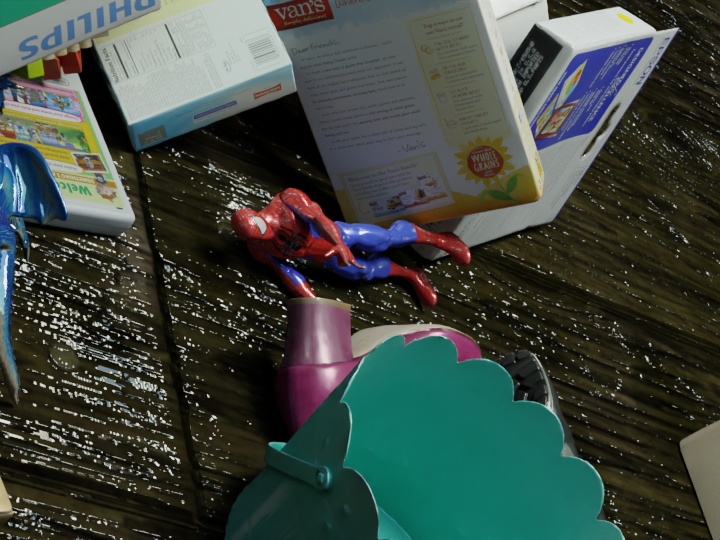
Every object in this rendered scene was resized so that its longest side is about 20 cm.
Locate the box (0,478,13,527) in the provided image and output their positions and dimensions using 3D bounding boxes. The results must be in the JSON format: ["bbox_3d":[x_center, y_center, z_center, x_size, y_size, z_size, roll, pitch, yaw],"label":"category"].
[{"bbox_3d":[-0.277,0.058,0.931,0.200,0.021,0.164,3,51,-49],"label":"box"}]

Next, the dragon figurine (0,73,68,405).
[{"bbox_3d":[-0.201,-0.034,1.058,0.099,0.059,0.200,-26,81,-44],"label":"dragon figurine"}]

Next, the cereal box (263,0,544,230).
[{"bbox_3d":[0.032,-0.125,1.318,0.040,0.144,0.200,-73,148,-55],"label":"cereal box"}]

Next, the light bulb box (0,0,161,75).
[{"bbox_3d":[-0.243,-0.208,1.056,0.198,0.125,0.200,-27,54,-24],"label":"light bulb box"}]

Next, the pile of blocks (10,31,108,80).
[{"bbox_3d":[-0.188,-0.144,1.178,0.200,0.082,0.062,-34,122,-56],"label":"pile of blocks"}]

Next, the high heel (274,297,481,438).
[{"bbox_3d":[0.014,0.080,1.248,0.200,0.067,0.096,14,73,-47],"label":"high heel"}]

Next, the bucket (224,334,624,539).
[{"bbox_3d":[0.032,0.152,1.086,0.207,0.135,0.207,31,35,-25],"label":"bucket"}]

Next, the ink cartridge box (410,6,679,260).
[{"bbox_3d":[0.137,-0.107,1.451,0.047,0.198,0.200,40,27,16],"label":"ink cartridge box"}]

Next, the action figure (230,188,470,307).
[{"bbox_3d":[0.000,0.000,1.287,0.200,0.065,0.099,14,32,-42],"label":"action figure"}]

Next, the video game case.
[{"bbox_3d":[-0.244,-0.108,1.163,0.200,0.022,0.182,9,47,-46],"label":"video game case"}]

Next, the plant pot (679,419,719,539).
[{"bbox_3d":[0.394,0.184,1.451,0.200,0.177,0.200,22,40,-35],"label":"plant pot"}]

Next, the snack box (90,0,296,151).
[{"bbox_3d":[-0.134,-0.185,1.303,0.037,0.116,0.200,84,-17,-62],"label":"snack box"}]

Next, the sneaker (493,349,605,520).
[{"bbox_3d":[0.121,0.149,1.281,0.088,0.076,0.200,39,32,-41],"label":"sneaker"}]

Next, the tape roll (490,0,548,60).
[{"bbox_3d":[0.049,-0.204,1.446,0.071,0.202,0.203,-26,73,-30],"label":"tape roll"}]
